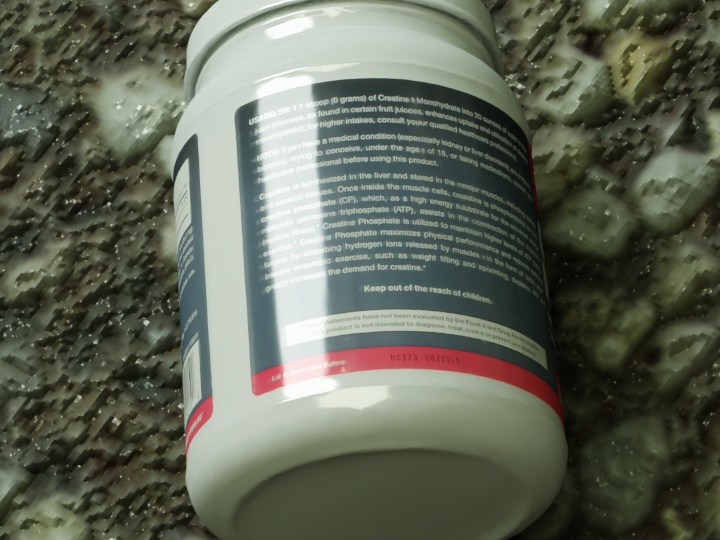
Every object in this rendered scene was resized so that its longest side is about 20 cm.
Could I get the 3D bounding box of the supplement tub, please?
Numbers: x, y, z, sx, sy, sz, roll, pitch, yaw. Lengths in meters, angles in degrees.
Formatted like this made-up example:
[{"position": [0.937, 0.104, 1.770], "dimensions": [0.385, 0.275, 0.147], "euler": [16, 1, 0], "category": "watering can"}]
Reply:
[{"position": [0.000, 0.000, 1.098], "dimensions": [0.140, 0.140, 0.200], "euler": [-9, 61, 8], "category": "supplement tub"}]
